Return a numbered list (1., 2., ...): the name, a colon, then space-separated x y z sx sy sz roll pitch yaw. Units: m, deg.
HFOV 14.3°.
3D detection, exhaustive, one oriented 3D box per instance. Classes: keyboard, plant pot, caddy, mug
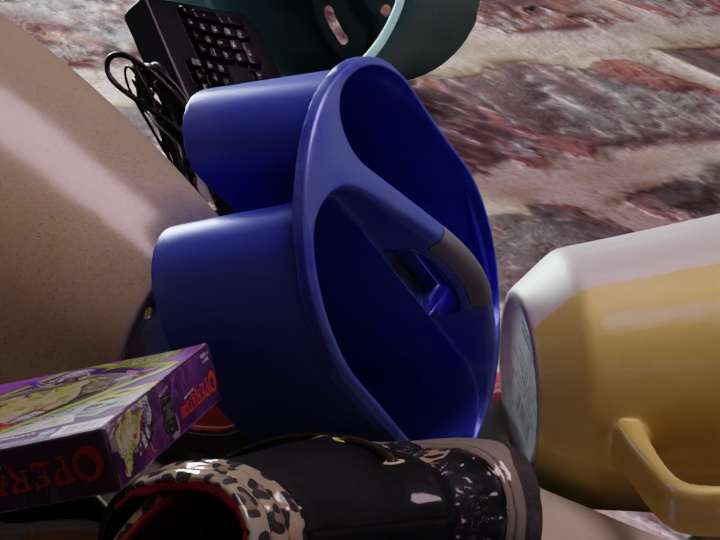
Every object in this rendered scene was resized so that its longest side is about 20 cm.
1. keyboard: -0.048 -0.053 1.318 0.104 0.040 0.200 1 51 -40
2. plant pot: -0.154 -0.014 1.250 0.200 0.188 0.187 26 18 26
3. caddy: 0.000 0.000 1.181 0.105 0.142 0.200 -2 -29 25
4. mug: 0.146 0.042 1.251 0.152 0.150 0.187 -3 -5 -8
5. plant pot: -0.013 -0.215 2.059 0.200 0.201 0.196 25 11 24

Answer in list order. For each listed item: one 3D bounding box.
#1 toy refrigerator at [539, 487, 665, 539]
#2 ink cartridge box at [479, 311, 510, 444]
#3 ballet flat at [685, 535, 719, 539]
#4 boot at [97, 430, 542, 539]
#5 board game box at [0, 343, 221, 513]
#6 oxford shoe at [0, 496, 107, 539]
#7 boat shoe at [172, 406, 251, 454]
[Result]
1. toy refrigerator: 0.110 0.155 1.190 0.199 0.076 0.070 22 17 12
2. ink cartridge box: 0.005 0.052 1.392 0.200 0.085 0.145 27 19 35
3. ballet flat: 0.176 0.139 1.322 0.074 0.075 0.200 23 17 15
4. boot: -0.051 0.099 1.088 0.203 0.074 0.153 -10 -6 44
5. board game box: -0.163 0.071 1.078 0.199 0.032 0.120 -12 14 18
6. oxford shoe: -0.150 0.088 1.167 0.075 0.058 0.200 3 19 -30
7. boat shoe: -0.115 0.033 1.340 0.200 0.071 0.062 23 2 36
